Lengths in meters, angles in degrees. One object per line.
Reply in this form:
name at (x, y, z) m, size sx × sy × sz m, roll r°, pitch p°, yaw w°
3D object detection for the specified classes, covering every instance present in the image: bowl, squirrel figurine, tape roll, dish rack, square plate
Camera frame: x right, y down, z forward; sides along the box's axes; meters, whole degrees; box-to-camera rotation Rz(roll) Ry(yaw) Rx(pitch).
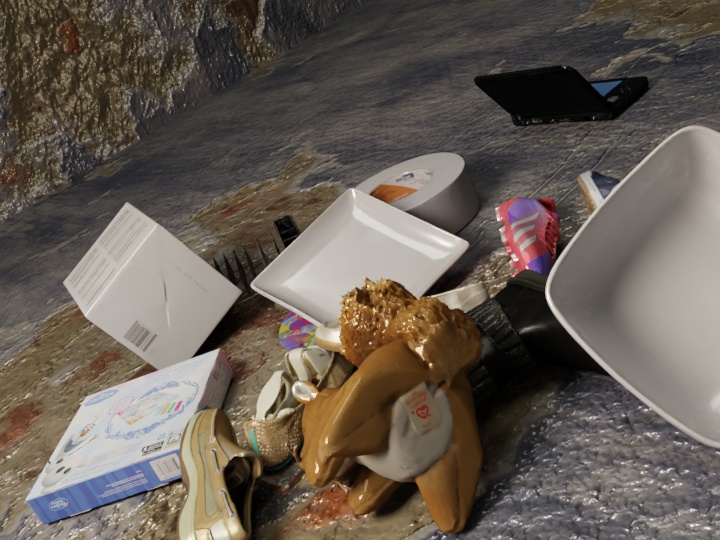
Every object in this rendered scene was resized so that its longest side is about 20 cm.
bowl at (0.266, 0.017, 0.709) m, size 0.200 × 0.199 × 0.075 m, roll -47°, pitch -18°, yaw -3°
squirrel figurine at (0.018, 0.111, 0.801) m, size 0.186 × 0.140 × 0.202 m, roll -21°, pitch 45°, yaw 64°
tape roll at (0.067, -0.092, 1.296) m, size 0.198 × 0.067 × 0.201 m, roll -21°, pitch 23°, yaw 9°
dish rack at (-0.172, 0.000, 1.358) m, size 0.198 × 0.055 × 0.154 m, roll -27°, pitch 22°, yaw -3°
square plate at (0.000, 0.000, 1.106) m, size 0.197 × 0.029 × 0.200 m, roll 27°, pitch 60°, yaw 32°

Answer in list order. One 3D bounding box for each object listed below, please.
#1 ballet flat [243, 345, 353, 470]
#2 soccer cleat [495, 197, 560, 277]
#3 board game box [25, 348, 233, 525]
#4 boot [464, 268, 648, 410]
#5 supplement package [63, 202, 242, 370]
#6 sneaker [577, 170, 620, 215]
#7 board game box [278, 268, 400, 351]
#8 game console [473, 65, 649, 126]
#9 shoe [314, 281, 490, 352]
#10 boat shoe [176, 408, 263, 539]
ballet flat at (-0.063, 0.122, 0.965) m, size 0.070 × 0.066 × 0.200 m, roll -12°, pitch 26°, yaw 29°
soccer cleat at (0.201, -0.038, 1.047) m, size 0.075 × 0.067 × 0.200 m, roll -16°, pitch 21°, yaw 8°
board game box at (-0.260, 0.187, 1.057) m, size 0.198 × 0.044 × 0.200 m, roll -20°, pitch 24°, yaw 13°
boot at (0.146, 0.078, 0.829) m, size 0.157 × 0.080 × 0.211 m, roll -30°, pitch 18°, yaw -18°
supplement package at (-0.290, 0.023, 1.253) m, size 0.151 × 0.152 × 0.200 m, roll -52°, pitch 28°, yaw -7°
sneaker at (0.311, -0.068, 0.982) m, size 0.107 × 0.071 × 0.201 m, roll -27°, pitch 29°, yaw 8°
board game box at (-0.022, 0.028, 1.157) m, size 0.198 × 0.039 × 0.158 m, roll -30°, pitch 23°, yaw -12°
game console at (0.311, -0.293, 1.412) m, size 0.175 × 0.117 × 0.199 m, roll -39°, pitch 27°, yaw -29°
shoe at (0.045, 0.049, 0.976) m, size 0.197 × 0.054 × 0.070 m, roll -7°, pitch 7°, yaw 11°
boat shoe at (-0.124, 0.195, 0.862) m, size 0.076 × 0.072 × 0.201 m, roll -34°, pitch 32°, yaw 11°
